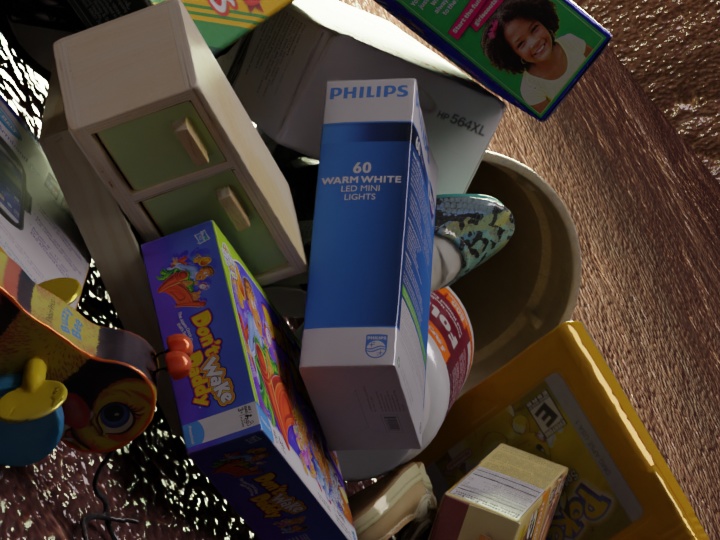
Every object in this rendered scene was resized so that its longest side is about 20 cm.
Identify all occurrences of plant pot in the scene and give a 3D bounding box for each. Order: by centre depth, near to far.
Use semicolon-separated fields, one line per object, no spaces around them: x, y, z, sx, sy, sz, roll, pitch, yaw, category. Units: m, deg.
0.039;-0.025;2.056;0.200;0.200;0.184;49;4;-26;plant pot

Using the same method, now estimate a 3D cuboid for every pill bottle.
0.008;0.067;1.840;0.114;0.114;0.200;55;13;-4;pill bottle

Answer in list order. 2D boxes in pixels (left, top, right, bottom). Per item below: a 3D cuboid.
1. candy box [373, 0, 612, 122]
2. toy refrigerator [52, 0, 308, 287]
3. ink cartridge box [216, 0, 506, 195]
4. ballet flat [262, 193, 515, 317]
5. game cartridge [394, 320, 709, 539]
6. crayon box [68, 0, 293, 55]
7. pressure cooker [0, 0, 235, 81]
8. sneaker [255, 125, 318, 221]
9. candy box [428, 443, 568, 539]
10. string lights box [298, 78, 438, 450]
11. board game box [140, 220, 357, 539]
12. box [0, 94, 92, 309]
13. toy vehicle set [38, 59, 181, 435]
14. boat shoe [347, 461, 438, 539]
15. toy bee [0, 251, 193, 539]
0.043;-0.190;1.762;0.200;0.077;0.169;36;3;-16;candy box
-0.097;-0.059;1.564;0.200;0.076;0.070;61;12;-56;toy refrigerator
-0.016;-0.125;1.853;0.146;0.084;0.200;20;11;-27;ink cartridge box
0.000;0.000;1.767;0.074;0.200;0.074;-9;90;-84;ballet flat
0.129;0.163;1.908;0.032;0.176;0.200;1;55;-59;game cartridge
-0.099;-0.192;1.637;0.127;0.051;0.200;55;35;-6;crayon box
-0.154;-0.208;1.788;0.179;0.176;0.200;49;17;-34;pressure cooker
-0.029;-0.050;1.892;0.114;0.076;0.200;17;17;8;sneaker
0.078;0.187;1.802;0.055;0.116;0.200;19;10;10;candy box
0.008;-0.004;1.671;0.103;0.059;0.200;73;18;-56;string lights box
-0.061;0.077;1.606;0.200;0.045;0.135;58;15;-60;board game box
-0.198;-0.032;1.531;0.119;0.041;0.200;53;12;-16;box
-0.130;-0.018;1.618;0.124;0.026;0.200;-95;164;-64;toy vehicle set
0.022;0.162;1.766;0.063;0.073;0.200;61;12;4;boat shoe
-0.143;0.047;1.396;0.200;0.109;0.131;42;20;-43;toy bee
